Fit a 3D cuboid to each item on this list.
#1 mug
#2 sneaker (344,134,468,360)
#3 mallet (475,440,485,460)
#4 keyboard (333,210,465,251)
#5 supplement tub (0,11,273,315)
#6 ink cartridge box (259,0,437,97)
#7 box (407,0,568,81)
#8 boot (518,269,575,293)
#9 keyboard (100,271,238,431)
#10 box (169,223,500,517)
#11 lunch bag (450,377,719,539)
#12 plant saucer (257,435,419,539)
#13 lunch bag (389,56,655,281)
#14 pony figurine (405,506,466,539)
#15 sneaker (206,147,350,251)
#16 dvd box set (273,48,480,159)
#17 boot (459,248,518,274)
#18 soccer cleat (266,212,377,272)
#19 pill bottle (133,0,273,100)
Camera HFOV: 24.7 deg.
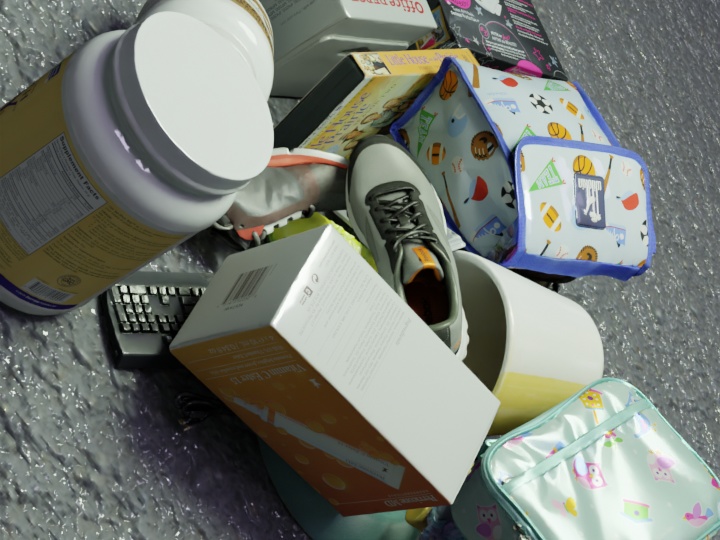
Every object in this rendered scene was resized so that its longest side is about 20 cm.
[{"bbox_3d":[0.112,0.086,1.355,0.153,0.187,0.149,12,18,-42],"label":"mug"},{"bbox_3d":[0.040,-0.020,1.259,0.079,0.074,0.200,96,-22,-65],"label":"sneaker"},{"bbox_3d":[0.070,0.074,1.479,0.041,0.066,0.200,-21,99,-22],"label":"mallet"},{"bbox_3d":[0.027,-0.040,1.390,0.011,0.056,0.200,68,-11,-23],"label":"keyboard"},{"bbox_3d":[-0.171,-0.071,1.104,0.145,0.200,0.146,34,41,-35],"label":"supplement tub"},{"bbox_3d":[-0.055,-0.272,1.471,0.145,0.145,0.200,-4,69,-54],"label":"ink cartridge box"},{"bbox_3d":[0.087,-0.218,1.636,0.200,0.132,0.115,7,56,-52],"label":"box"},{"bbox_3d":[0.175,0.000,1.572,0.097,0.075,0.200,56,-9,-23],"label":"boot"},{"bbox_3d":[-0.099,0.058,1.239,0.200,0.021,0.127,2,63,-40],"label":"keyboard"},{"bbox_3d":[-0.017,0.077,1.194,0.200,0.124,0.098,46,54,-23],"label":"box"},{"bbox_3d":[0.172,0.174,1.244,0.200,0.077,0.160,-25,71,-42],"label":"lunch bag"},{"bbox_3d":[-0.003,0.138,1.326,0.200,0.036,0.200,34,40,-35],"label":"plant saucer"},{"bbox_3d":[0.150,-0.079,1.418,0.170,0.124,0.200,5,46,-37],"label":"lunch bag"},{"bbox_3d":[0.098,0.269,1.284,0.200,0.166,0.193,47,67,-26],"label":"pony figurine"},{"bbox_3d":[-0.081,-0.051,1.310,0.200,0.077,0.082,3,75,-20],"label":"sneaker"},{"bbox_3d":[0.006,-0.138,1.449,0.029,0.146,0.200,55,30,13],"label":"dvd box set"},{"bbox_3d":[0.104,0.041,1.498,0.075,0.097,0.200,-23,79,-43],"label":"boot"},{"bbox_3d":[0.000,0.000,1.392,0.200,0.084,0.065,46,35,-22],"label":"soccer cleat"},{"bbox_3d":[-0.123,-0.158,1.256,0.114,0.114,0.200,50,9,-16],"label":"pill bottle"}]
